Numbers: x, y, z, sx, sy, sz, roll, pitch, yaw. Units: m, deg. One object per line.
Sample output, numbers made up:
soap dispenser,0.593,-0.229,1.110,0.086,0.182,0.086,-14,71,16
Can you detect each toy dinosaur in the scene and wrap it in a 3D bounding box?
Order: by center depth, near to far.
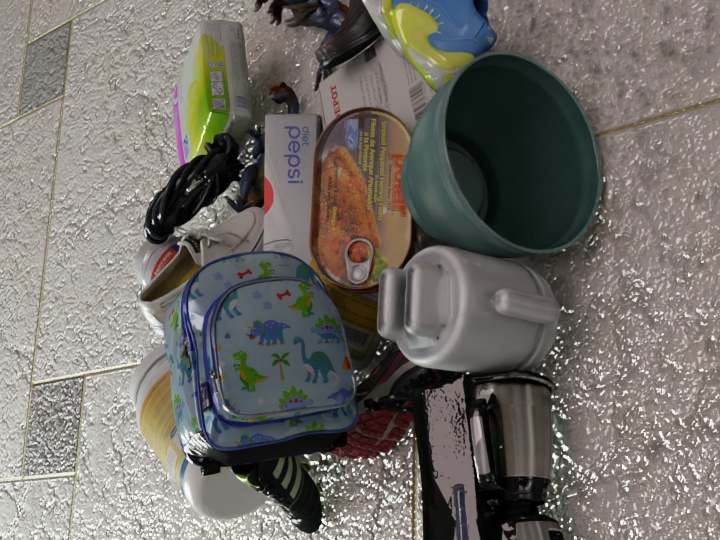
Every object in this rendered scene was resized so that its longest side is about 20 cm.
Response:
toy dinosaur,-0.050,-0.343,1.372,0.180,0.105,0.202,9,71,24
toy dinosaur,-0.127,-0.147,1.392,0.199,0.105,0.183,-30,39,45

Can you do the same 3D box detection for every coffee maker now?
coffee maker,0.108,0.213,1.034,0.191,0.134,0.202,-23,62,47

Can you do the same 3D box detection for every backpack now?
backpack,-0.099,0.081,1.078,0.147,0.181,0.202,-49,52,54

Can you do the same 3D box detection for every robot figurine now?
robot figurine,0.109,0.041,1.021,0.169,0.199,0.114,-5,77,52

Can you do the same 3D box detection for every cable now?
cable,-0.215,-0.093,1.374,0.163,0.051,0.200,-50,1,-14

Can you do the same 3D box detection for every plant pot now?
plant pot,0.124,-0.100,1.078,0.134,0.199,0.202,-22,62,54

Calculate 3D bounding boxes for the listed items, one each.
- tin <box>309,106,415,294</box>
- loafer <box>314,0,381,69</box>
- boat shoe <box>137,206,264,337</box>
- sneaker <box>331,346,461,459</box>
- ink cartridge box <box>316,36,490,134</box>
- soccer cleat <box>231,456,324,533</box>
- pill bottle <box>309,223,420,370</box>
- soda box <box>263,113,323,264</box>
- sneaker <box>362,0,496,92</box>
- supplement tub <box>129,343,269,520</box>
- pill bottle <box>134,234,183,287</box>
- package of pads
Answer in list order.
tin,0.006,-0.074,1.137,0.111,0.042,0.202,-2,74,18
loafer,0.009,-0.311,1.255,0.200,0.072,0.073,-46,12,-27
boat shoe,-0.190,-0.020,1.272,0.074,0.086,0.202,26,63,41
sneaker,0.030,0.138,1.166,0.199,0.080,0.075,-36,38,22
ink cartridge box,0.056,-0.193,1.232,0.199,0.083,0.148,-29,58,33
soccer cleat,-0.098,0.223,1.186,0.067,0.081,0.201,9,128,42
pill bottle,0.000,0.000,1.205,0.111,0.111,0.201,32,99,44
soda box,-0.077,-0.086,1.293,0.068,0.063,0.202,2,91,13
sneaker,0.079,-0.270,1.144,0.105,0.076,0.201,-36,52,4
supplement tub,-0.184,0.186,1.295,0.200,0.144,0.145,42,106,42
pill bottle,-0.212,0.020,1.396,0.199,0.112,0.113,25,94,44
package of pads,-0.201,-0.223,1.445,0.200,0.068,0.156,129,137,-57
